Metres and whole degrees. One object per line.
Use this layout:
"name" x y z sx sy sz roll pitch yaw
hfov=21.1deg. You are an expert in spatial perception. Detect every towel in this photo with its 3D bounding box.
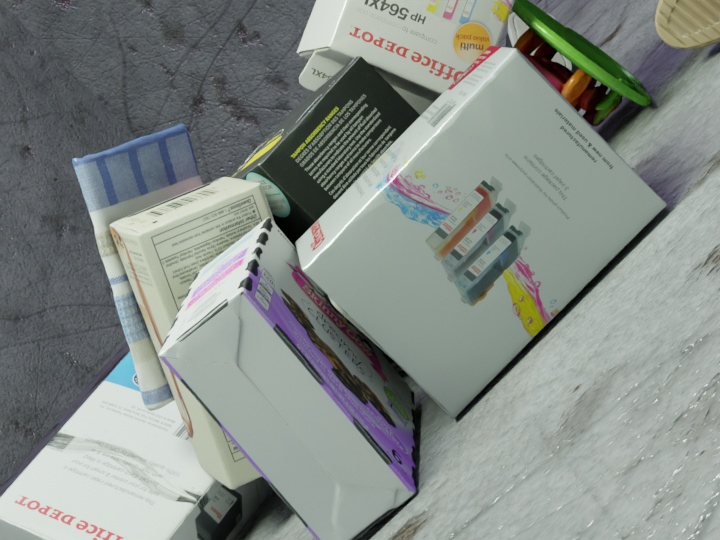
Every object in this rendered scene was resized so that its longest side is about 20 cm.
"towel" -0.149 -0.004 1.477 0.024 0.201 0.147 -12 8 32

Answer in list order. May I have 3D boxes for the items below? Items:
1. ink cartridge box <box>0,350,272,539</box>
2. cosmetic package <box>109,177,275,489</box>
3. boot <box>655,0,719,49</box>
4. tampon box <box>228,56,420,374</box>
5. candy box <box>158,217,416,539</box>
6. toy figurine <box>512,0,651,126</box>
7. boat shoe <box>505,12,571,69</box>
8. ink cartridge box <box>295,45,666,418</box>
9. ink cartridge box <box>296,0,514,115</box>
"ink cartridge box" -0.167 0.169 1.499 0.200 0.145 0.084 -51 -33 -37
"cosmetic package" -0.096 0.043 1.406 0.103 0.201 0.087 -22 13 -18
"boot" 0.326 -0.254 1.515 0.200 0.072 0.166 -43 -4 25
"tampon box" 0.005 -0.034 1.476 0.126 0.200 0.150 -49 8 -24
"candy box" -0.041 0.069 1.260 0.071 0.168 0.200 -38 11 10
"toy figurine" 0.129 -0.110 1.582 0.184 0.150 0.200 -53 -16 13
"boat shoe" 0.175 -0.201 1.982 0.200 0.074 0.061 -90 2 -58
"ink cartridge box" 0.074 -0.030 1.287 0.200 0.145 0.145 -44 8 4
"ink cartridge box" 0.044 -0.216 1.503 0.125 0.128 0.201 -166 96 -77
